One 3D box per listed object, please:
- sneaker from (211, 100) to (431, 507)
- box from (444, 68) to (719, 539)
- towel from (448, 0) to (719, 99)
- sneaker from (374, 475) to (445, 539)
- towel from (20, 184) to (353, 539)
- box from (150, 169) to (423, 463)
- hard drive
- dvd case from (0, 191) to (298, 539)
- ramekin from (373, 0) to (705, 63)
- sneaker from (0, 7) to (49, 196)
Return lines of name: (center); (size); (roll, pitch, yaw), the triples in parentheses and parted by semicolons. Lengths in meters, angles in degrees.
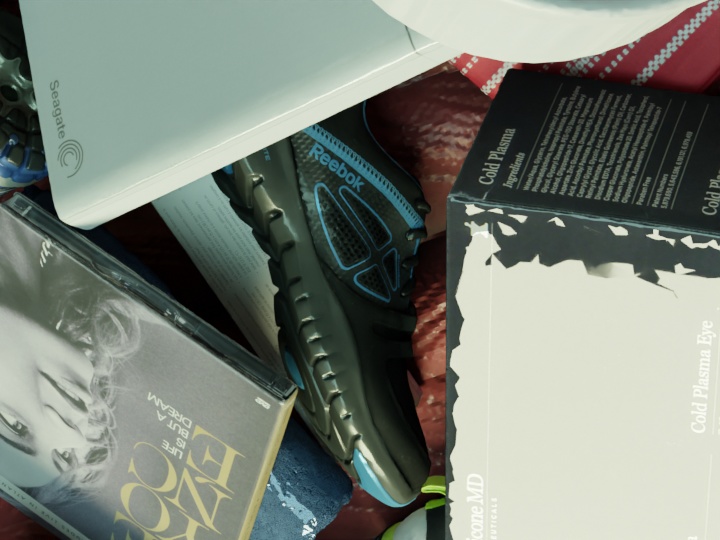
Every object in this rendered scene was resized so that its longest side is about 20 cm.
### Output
sneaker: (0.000, 0.000, 1.222); (0.082, 0.073, 0.201); (-21, 98, -15)
box: (0.133, 0.036, 1.187); (0.182, 0.104, 0.201); (9, 125, 12)
towel: (0.073, -0.140, 1.185); (0.200, 0.022, 0.145); (42, 121, -2)
sneaker: (0.084, 0.178, 1.302); (0.083, 0.072, 0.200); (-38, 99, 25)
towel: (-0.094, 0.051, 1.295); (0.200, 0.049, 0.112); (46, 145, -3)
box: (-0.046, -0.010, 1.274); (0.041, 0.039, 0.200); (-29, 103, 28)
hard drive: (-0.051, -0.113, 1.178); (0.200, 0.027, 0.132); (-24, 67, 29)
dvd case: (-0.108, 0.069, 1.272); (0.149, 0.016, 0.200); (34, 144, 11)
ramekin: (0.068, -0.173, 1.076); (0.200, 0.201, 0.098); (36, 161, -1)
sneaker: (-0.207, -0.110, 1.252); (0.085, 0.077, 0.200); (-37, 84, 46)
